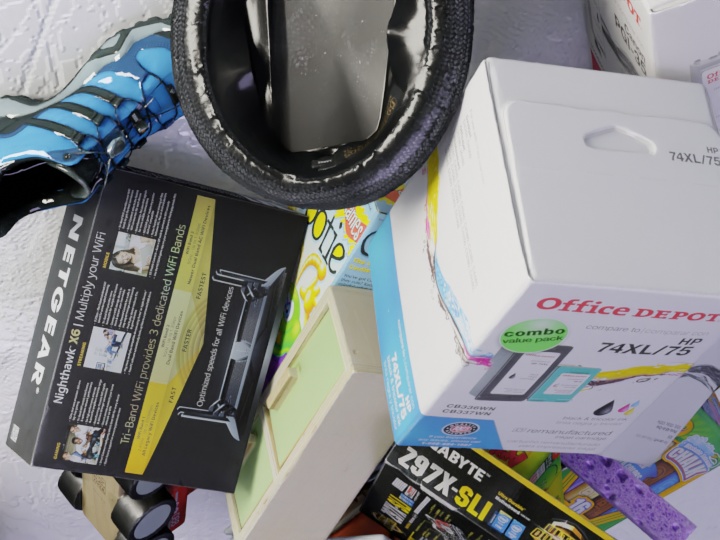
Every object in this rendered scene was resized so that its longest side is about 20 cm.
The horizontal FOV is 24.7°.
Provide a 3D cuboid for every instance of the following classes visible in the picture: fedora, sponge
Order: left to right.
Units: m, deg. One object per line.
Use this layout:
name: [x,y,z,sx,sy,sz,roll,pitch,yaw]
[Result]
fedora: [-0.016,-0.139,0.965,0.200,0.202,0.092,-32,179,16]
sponge: [0.157,0.131,1.228,0.030,0.200,0.112,-49,177,0]

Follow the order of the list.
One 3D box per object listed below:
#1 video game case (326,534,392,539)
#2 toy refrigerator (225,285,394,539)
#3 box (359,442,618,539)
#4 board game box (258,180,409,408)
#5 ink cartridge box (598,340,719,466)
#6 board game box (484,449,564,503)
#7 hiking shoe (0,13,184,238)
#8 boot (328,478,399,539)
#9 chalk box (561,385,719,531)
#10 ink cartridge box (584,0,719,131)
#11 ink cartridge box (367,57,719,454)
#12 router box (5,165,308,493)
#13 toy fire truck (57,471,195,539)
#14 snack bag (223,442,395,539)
video game case: [-0.019,0.247,1.292,0.180,0.022,0.200,-7,153,26]
toy refrigerator: [-0.030,0.106,1.123,0.069,0.076,0.201,8,135,-27]
box: [0.083,0.178,1.141,0.050,0.159,0.200,-53,173,-17]
board game box: [0.000,0.000,1.152,0.104,0.104,0.201,10,133,-28]
ink cartridge box: [0.205,0.019,1.182,0.084,0.146,0.201,17,114,-51]
board game box: [0.098,0.149,1.220,0.048,0.101,0.201,-47,155,-15]
hiking shoe: [-0.157,-0.082,1.005,0.198,0.087,0.075,-26,141,8]
boot: [0.027,0.220,1.337,0.075,0.108,0.199,-27,170,35]
chalk box: [0.225,0.107,1.354,0.199,0.126,0.124,-31,140,16]
ink cartridge box: [0.197,-0.149,1.027,0.082,0.147,0.201,-19,140,0]
ink cartridge box: [0.110,-0.002,0.962,0.145,0.147,0.200,4,148,-19]
router box: [-0.135,0.039,1.100,0.156,0.052,0.202,14,94,-34]
toy fire truck: [-0.116,0.126,1.259,0.199,0.129,0.177,-32,153,-29]
snack bag: [0.008,0.152,1.315,0.188,0.022,0.199,-37,168,34]
